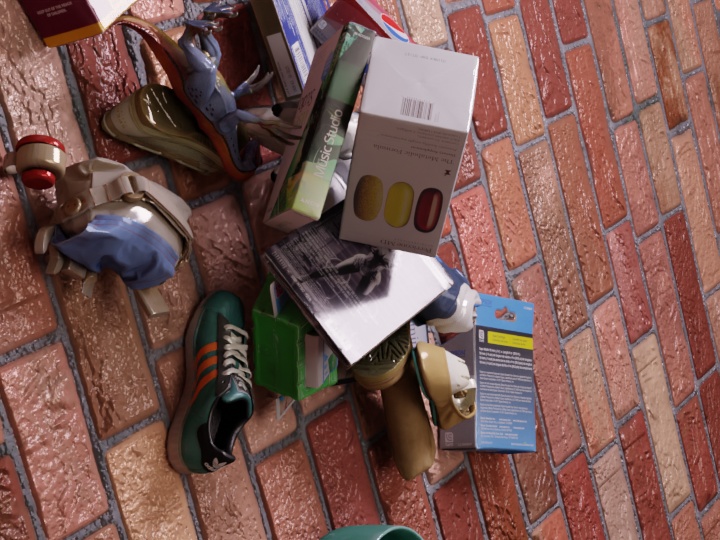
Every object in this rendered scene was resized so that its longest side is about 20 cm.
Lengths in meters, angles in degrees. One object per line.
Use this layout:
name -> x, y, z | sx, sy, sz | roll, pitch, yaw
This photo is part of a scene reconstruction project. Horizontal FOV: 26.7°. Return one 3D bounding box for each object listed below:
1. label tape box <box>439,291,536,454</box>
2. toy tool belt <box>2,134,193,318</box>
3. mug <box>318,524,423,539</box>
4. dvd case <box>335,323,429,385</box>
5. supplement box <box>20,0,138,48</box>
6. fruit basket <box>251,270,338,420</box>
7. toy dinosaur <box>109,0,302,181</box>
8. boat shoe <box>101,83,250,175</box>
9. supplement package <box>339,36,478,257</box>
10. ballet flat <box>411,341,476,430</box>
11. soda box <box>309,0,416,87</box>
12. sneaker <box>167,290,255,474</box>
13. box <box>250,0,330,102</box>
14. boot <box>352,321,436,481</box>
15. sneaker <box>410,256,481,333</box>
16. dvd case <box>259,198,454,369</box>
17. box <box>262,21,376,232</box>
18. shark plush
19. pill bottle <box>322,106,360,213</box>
label tape box -> 0.168, 0.138, 1.998 | 0.144, 0.063, 0.202 | 12, 75, -51
toy tool belt -> -0.249, -0.037, 1.437 | 0.199, 0.124, 0.124 | 28, 55, -46
mug -> 0.001, 0.380, 1.702 | 0.151, 0.114, 0.187 | 6, 80, -52
dvd case -> 0.019, 0.059, 1.853 | 0.199, 0.017, 0.144 | -5, 88, -53
supplement box -> -0.293, -0.332, 1.453 | 0.111, 0.085, 0.201 | -53, 125, -42
fruit basket -> -0.038, 0.044, 1.678 | 0.200, 0.093, 0.187 | -38, 141, -42
toy dinosaur -> -0.153, -0.179, 1.560 | 0.105, 0.198, 0.183 | -84, 179, -61
boat shoe -> -0.186, -0.142, 1.596 | 0.200, 0.063, 0.074 | 13, 61, -58
supplement package -> 0.048, -0.124, 1.571 | 0.201, 0.113, 0.110 | 100, 1, -52
ballet flat -> 0.101, 0.128, 1.768 | 0.200, 0.062, 0.069 | 68, 10, -65
soda box -> 0.038, -0.233, 1.748 | 0.200, 0.070, 0.063 | 46, 22, -5
sneaker -> -0.140, 0.115, 1.584 | 0.071, 0.079, 0.202 | 30, 61, -46
box -> -0.069, -0.277, 1.748 | 0.200, 0.032, 0.122 | -57, 130, -65
boot -> 0.047, 0.160, 1.778 | 0.175, 0.065, 0.202 | -64, 147, -60
sneaker -> 0.074, 0.011, 1.799 | 0.081, 0.200, 0.146 | -44, 109, 4
dvd case -> 0.000, 0.000, 1.625 | 0.149, 0.016, 0.200 | 52, 46, 3
box -> -0.044, -0.144, 1.561 | 0.036, 0.144, 0.202 | 17, 81, -13
shark plush -> -0.031, -0.170, 1.686 | 0.083, 0.198, 0.092 | -115, -168, -61
pill bottle -> -0.008, -0.117, 1.772 | 0.200, 0.109, 0.110 | -42, 117, -47
